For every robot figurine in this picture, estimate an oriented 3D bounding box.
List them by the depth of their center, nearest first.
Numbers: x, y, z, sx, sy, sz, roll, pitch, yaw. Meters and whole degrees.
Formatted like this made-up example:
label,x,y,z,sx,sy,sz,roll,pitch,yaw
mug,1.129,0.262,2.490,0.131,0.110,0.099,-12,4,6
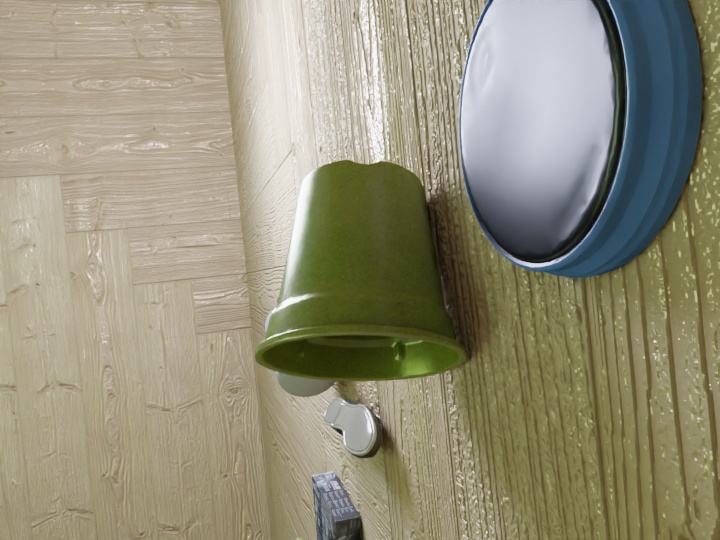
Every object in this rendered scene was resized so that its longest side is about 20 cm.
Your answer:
label,x,y,z,sx,sy,sz,roll,pitch,yaw
robot figurine,-0.105,0.134,1.102,0.150,0.124,0.201,57,-172,-46

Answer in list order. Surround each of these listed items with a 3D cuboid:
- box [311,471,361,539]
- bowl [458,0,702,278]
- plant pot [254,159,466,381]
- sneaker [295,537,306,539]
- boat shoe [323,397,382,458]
label,x,y,z,sx,sy,sz,roll,pitch,yaw
box,-0.045,0.499,1.143,0.200,0.049,0.159,-165,71,-73
bowl,0.117,-0.094,0.375,0.201,0.039,0.202,174,90,-74
plant pot,0.000,0.000,0.597,0.200,0.199,0.185,124,149,-66
sneaker,-0.103,0.617,1.236,0.071,0.083,0.200,38,168,47
boat shoe,0.001,0.237,0.904,0.067,0.057,0.200,-61,18,-8
